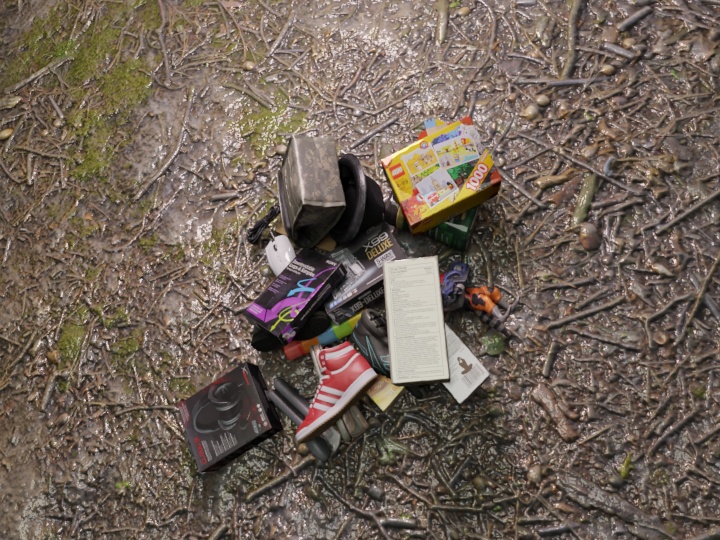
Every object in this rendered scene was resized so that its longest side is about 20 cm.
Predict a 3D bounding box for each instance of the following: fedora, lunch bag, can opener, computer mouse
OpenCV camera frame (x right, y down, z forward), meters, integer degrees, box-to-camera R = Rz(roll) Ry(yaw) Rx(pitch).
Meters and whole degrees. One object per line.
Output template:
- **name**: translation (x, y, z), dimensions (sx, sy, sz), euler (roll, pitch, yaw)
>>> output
- **fedora**: translation (-0.006, -0.149, 1.122), dimensions (0.088, 0.200, 0.209), euler (4, 69, -27)
- **lunch bag**: translation (-0.116, -0.161, 1.123), dimensions (0.113, 0.200, 0.170), euler (-1, 67, -22)
- **can opener**: translation (-0.118, 0.299, 1.068), dimensions (0.198, 0.066, 0.054), euler (38, 99, 29)
- **computer mouse**: translation (-0.182, -0.041, 1.187), dimensions (0.108, 0.044, 0.203), euler (-36, 75, 10)

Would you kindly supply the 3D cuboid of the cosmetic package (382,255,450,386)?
- **cosmetic package**: translation (0.096, 0.089, 0.900), dimensions (0.099, 0.073, 0.209), euler (-5, 74, 10)

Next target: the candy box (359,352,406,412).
- **candy box**: translation (0.076, 0.171, 1.068), dimensions (0.115, 0.055, 0.201), euler (41, 85, 20)

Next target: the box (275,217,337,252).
- **box**: translation (-0.095, -0.157, 1.226), dimensions (0.158, 0.021, 0.207), euler (18, 80, 18)

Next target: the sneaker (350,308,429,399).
- **sneaker**: translation (0.056, 0.172, 1.016), dimensions (0.080, 0.075, 0.201), euler (-47, 69, 20)

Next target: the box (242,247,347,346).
- **box**: translation (-0.134, 0.046, 1.077), dimensions (0.140, 0.037, 0.201), euler (18, 59, 45)

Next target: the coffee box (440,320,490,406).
- **coffee box**: translation (0.145, 0.144, 0.973), dimensions (0.079, 0.115, 0.201), euler (-40, 71, -2)

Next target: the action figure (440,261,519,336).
- **action figure**: translation (0.204, 0.067, 1.031), dimensions (0.187, 0.199, 0.109), euler (14, 117, 24)

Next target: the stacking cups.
- **stacking cups**: translation (-0.072, 0.132, 1.122), dimensions (0.194, 0.060, 0.062), euler (-26, 69, 10)

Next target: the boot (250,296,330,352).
- **boot**: translation (-0.154, 0.083, 1.118), dimensions (0.194, 0.068, 0.135), euler (-19, 51, 21)

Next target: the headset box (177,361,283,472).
- **headset box**: translation (-0.282, 0.313, 1.103), dimensions (0.195, 0.077, 0.152), euler (-30, 69, 2)

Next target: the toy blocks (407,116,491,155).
- **toy blocks**: translation (0.179, -0.279, 1.167), dimensions (0.192, 0.101, 0.141), euler (-15, 59, 8)

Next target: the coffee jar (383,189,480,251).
- **coffee jar**: translation (0.148, -0.123, 1.112), dimensions (0.193, 0.086, 0.107), euler (19, 67, 13)

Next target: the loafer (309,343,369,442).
- **loafer**: translation (-0.044, 0.241, 1.073), dimensions (0.061, 0.072, 0.206), euler (-22, 79, -3)

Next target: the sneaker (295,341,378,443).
- **sneaker**: translation (-0.069, 0.228, 1.005), dimensions (0.199, 0.071, 0.113), euler (-43, 70, 2)

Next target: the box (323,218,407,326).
- **box**: translation (0.000, 0.000, 1.110), dimensions (0.196, 0.050, 0.160), euler (-31, 44, 4)

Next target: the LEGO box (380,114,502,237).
- **LEGO box**: translation (0.158, -0.185, 1.038), dimensions (0.194, 0.077, 0.153), euler (-26, 75, 2)
